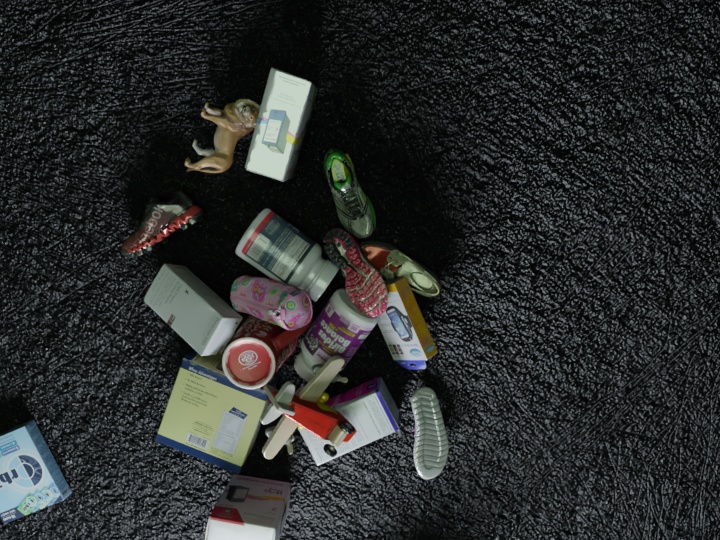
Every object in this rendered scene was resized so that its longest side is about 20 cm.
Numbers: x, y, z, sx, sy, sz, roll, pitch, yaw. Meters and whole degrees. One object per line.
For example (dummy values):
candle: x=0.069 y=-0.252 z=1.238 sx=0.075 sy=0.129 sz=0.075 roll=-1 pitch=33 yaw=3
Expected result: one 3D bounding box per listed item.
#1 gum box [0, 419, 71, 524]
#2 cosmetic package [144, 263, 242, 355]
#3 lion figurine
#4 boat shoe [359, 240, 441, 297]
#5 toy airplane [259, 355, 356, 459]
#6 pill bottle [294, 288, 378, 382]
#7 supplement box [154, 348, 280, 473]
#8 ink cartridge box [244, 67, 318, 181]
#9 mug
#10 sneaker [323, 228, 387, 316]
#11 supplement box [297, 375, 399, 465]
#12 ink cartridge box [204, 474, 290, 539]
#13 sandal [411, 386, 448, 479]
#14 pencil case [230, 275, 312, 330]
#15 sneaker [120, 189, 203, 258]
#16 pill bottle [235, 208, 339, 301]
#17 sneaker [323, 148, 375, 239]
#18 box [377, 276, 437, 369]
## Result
gum box: x=-0.809 y=0.477 z=1.511 sx=0.169 sy=0.045 sz=0.201 roll=-23 pitch=97 yaw=7
cosmetic package: x=-0.359 y=0.082 z=1.363 sx=0.200 sy=0.074 sz=0.102 roll=36 pitch=102 yaw=24
lion figurine: x=-0.285 y=-0.274 z=1.340 sx=0.122 sy=0.073 sz=0.201 roll=20 pitch=115 yaw=-13
boat shoe: x=0.082 y=-0.002 z=1.363 sx=0.199 sy=0.063 sz=0.071 roll=29 pitch=103 yaw=-1
toy airplane: x=-0.116 y=0.278 z=1.299 sx=0.199 sy=0.141 sz=0.200 roll=-12 pitch=112 yaw=-10
pill bottle: x=-0.058 y=0.147 z=1.368 sx=0.112 sy=0.112 sz=0.200 roll=33 pitch=109 yaw=-3
supplement box: x=-0.309 y=0.295 z=1.403 sx=0.199 sy=0.134 sz=0.201 roll=22 pitch=101 yaw=-1
ink cartridge box: x=-0.157 y=-0.287 z=1.283 sx=0.087 sy=0.145 sz=0.201 roll=19 pitch=100 yaw=-2
mug: x=-0.202 y=0.145 z=1.336 sx=0.133 sy=0.200 sz=0.178 roll=33 pitch=101 yaw=-2
sneaker: x=0.000 y=0.000 z=1.322 sx=0.080 sy=0.075 sz=0.201 roll=-29 pitch=84 yaw=13
supplement box: x=-0.024 y=0.330 z=1.410 sx=0.199 sy=0.101 sz=0.104 roll=-27 pitch=97 yaw=7
ink cartridge box: x=-0.243 y=0.541 z=1.410 sx=0.147 sy=0.200 sz=0.086 roll=8 pitch=100 yaw=2
sandal: x=0.153 y=0.362 z=1.435 sx=0.082 sy=0.050 sz=0.204 roll=-2 pitch=88 yaw=-11
pencil case: x=-0.186 y=0.064 z=1.305 sx=0.199 sy=0.087 sz=0.088 roll=14 pitch=105 yaw=45
sneaker: x=-0.440 y=-0.104 z=1.371 sx=0.200 sy=0.071 sz=0.098 roll=-32 pitch=97 yaw=6
pill bottle: x=-0.150 y=-0.027 z=1.343 sx=0.200 sy=0.120 sz=0.120 roll=36 pitch=100 yaw=-4
sneaker: x=-0.029 y=-0.155 z=1.331 sx=0.078 sy=0.085 sz=0.201 roll=-24 pitch=99 yaw=7
box: x=0.088 y=0.115 z=1.359 sx=0.041 sy=0.119 sz=0.201 roll=-31 pitch=101 yaw=-32
